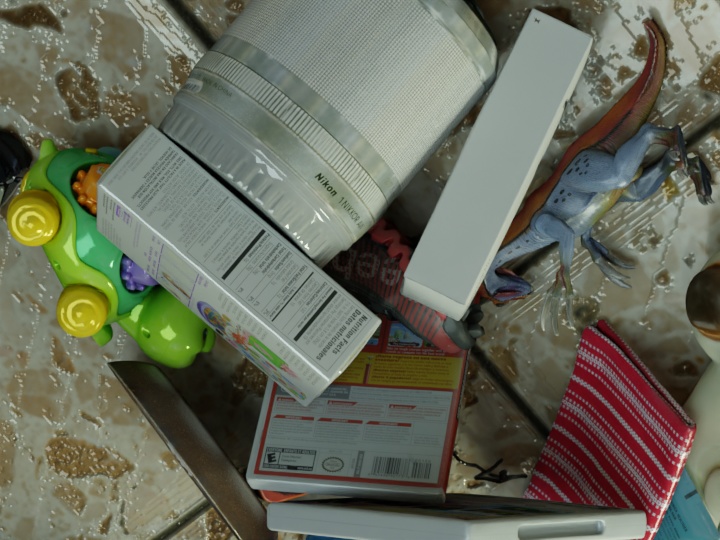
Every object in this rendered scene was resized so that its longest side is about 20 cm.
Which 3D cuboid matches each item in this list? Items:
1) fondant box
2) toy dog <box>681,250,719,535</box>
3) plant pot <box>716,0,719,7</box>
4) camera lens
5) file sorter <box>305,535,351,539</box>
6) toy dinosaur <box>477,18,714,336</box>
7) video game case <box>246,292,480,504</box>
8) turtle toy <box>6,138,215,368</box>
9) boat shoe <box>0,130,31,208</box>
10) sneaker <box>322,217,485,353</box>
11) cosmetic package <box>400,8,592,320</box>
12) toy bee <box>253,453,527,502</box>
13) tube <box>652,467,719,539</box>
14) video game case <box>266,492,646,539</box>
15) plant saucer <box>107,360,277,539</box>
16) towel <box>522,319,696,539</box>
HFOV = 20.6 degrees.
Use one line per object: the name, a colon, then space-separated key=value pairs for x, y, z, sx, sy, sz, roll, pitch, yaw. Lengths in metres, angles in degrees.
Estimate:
fondant box: x=-0.087 y=0.001 z=1.342 sx=0.200 sy=0.144 sz=0.058 roll=41 pitch=77 yaw=1
toy dog: x=0.284 y=0.075 z=1.383 sx=0.194 sy=0.139 sz=0.201 roll=24 pitch=126 yaw=47
plant pot: x=0.308 y=-0.201 z=1.229 sx=0.183 sy=0.201 sz=0.201 roll=-26 pitch=103 yaw=12
camera lens: x=-0.018 y=-0.121 z=1.325 sx=0.160 sy=0.160 sz=0.200 roll=41 pitch=83 yaw=-3
file sorter: x=0.006 y=0.306 z=1.510 sx=0.138 sy=0.200 sz=0.123 roll=1 pitch=116 yaw=16
toy dinosaur: x=0.153 y=-0.048 z=1.398 sx=0.181 sy=0.105 sz=0.201 roll=-14 pitch=74 yaw=24
video game case: x=0.006 y=0.069 z=1.423 sx=0.142 sy=0.201 sz=0.017 roll=3 pitch=149 yaw=15
turtle toy: x=-0.182 y=-0.012 z=1.475 sx=0.101 sy=0.146 sz=0.201 roll=-26 pitch=105 yaw=3
boat shoe: x=-0.339 y=-0.024 z=1.527 sx=0.075 sy=0.093 sz=0.200 roll=40 pitch=116 yaw=-3
sneaker: x=0.000 y=0.000 z=1.419 sx=0.200 sy=0.071 sz=0.098 roll=44 pitch=95 yaw=18
cosmetic package: x=0.091 y=-0.069 z=1.337 sx=0.050 sy=0.083 sz=0.201 roll=25 pitch=83 yaw=5
toy bee: x=0.012 y=0.112 z=1.488 sx=0.131 sy=0.199 sz=0.109 roll=-10 pitch=84 yaw=57
tube: x=0.197 y=0.204 z=1.450 sx=0.078 sy=0.050 sz=0.200 roll=60 pitch=146 yaw=20
video game case: x=0.066 y=0.174 z=1.384 sx=0.199 sy=0.181 sz=0.024 roll=-2 pitch=87 yaw=47
plant saucer: x=-0.120 y=0.142 z=1.498 sx=0.032 sy=0.200 sz=0.201 roll=-36 pitch=100 yaw=-8
towel: x=0.170 y=0.156 z=1.440 sx=0.022 sy=0.145 sz=0.201 roll=3 pitch=120 yaw=-28
